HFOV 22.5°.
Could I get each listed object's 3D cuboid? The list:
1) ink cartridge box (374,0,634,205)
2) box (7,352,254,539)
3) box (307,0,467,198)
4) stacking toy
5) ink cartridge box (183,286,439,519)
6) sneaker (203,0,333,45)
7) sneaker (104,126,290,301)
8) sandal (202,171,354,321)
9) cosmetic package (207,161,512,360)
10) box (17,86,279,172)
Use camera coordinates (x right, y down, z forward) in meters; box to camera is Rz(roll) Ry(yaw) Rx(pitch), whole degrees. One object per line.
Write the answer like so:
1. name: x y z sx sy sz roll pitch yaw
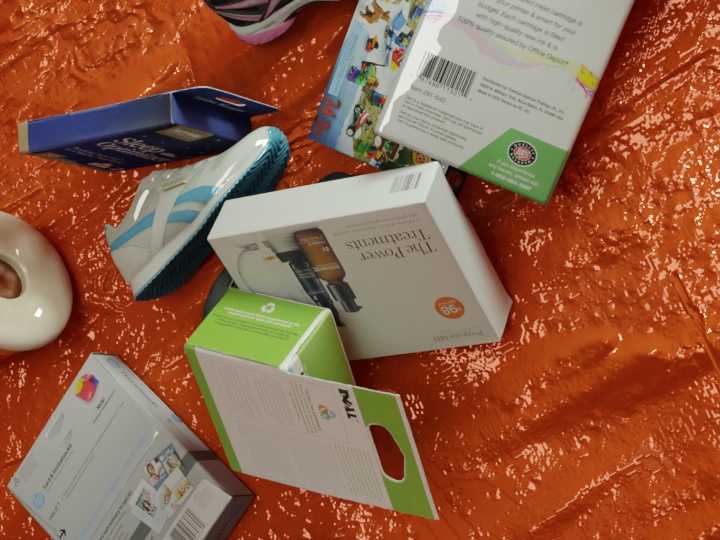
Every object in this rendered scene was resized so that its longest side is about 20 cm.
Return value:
1. ink cartridge box: 0.114 -0.171 1.387 0.144 0.084 0.201 23 97 1
2. box: -0.206 0.195 1.598 0.200 0.041 0.156 40 105 26
3. box: 0.052 -0.177 1.482 0.136 0.038 0.201 24 98 30
4. stacking toy: -0.372 0.050 1.675 0.200 0.146 0.147 -41 66 37
5. ink cartridge box: -0.023 0.106 1.434 0.199 0.148 0.076 11 46 30
6. sneaker: -0.058 -0.262 1.504 0.200 0.086 0.081 -35 47 30
7. sneaker: -0.145 -0.062 1.564 0.200 0.076 0.081 -42 72 20
8. sandal: -0.072 -0.008 1.536 0.200 0.043 0.076 -49 64 17
9. cosmetic package: 0.000 0.000 1.436 0.199 0.151 0.052 -9 41 30
10. box: -0.181 -0.120 1.566 0.199 0.121 0.033 -9 80 30
